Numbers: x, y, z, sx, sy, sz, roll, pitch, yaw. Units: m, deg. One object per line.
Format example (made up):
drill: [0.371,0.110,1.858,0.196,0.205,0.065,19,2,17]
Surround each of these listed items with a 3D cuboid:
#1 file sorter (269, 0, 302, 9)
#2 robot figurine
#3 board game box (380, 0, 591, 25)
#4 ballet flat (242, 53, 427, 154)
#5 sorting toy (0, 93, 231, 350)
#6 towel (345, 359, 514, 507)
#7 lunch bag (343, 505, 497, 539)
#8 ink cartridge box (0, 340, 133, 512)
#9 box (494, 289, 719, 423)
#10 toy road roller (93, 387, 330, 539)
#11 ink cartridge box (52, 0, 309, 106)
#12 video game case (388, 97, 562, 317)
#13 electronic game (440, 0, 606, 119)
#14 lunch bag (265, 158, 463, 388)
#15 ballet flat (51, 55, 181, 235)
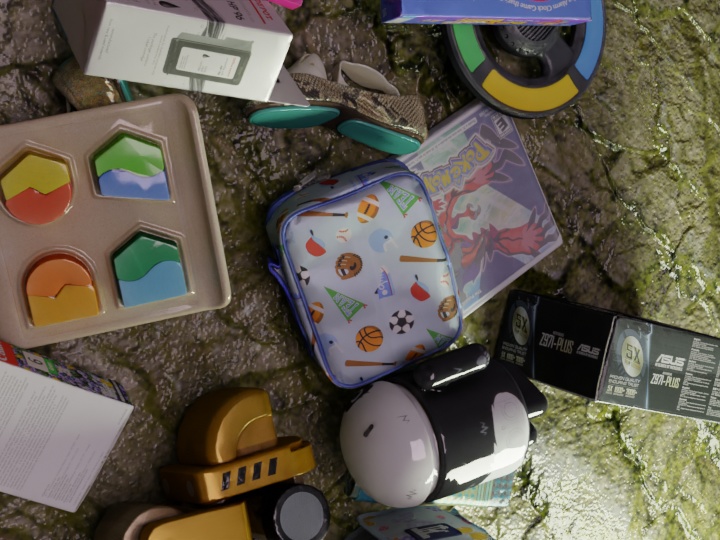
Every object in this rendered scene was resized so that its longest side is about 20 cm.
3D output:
file sorter: [-0.093,-0.310,1.032,0.200,0.125,0.139,14,77,-33]
robot figurine: [0.076,0.147,1.269,0.200,0.125,0.150,-14,95,-30]
board game box: [0.115,-0.296,1.240,0.200,0.045,0.135,-3,93,-23]
ballet flat: [-0.023,-0.156,1.222,0.200,0.068,0.075,7,73,-37]
sorting toy: [-0.216,-0.036,1.086,0.200,0.036,0.185,-11,109,-6]
towel: [0.081,0.165,1.359,0.200,0.022,0.147,9,94,-33]
lunch bag: [0.043,0.308,1.267,0.200,0.170,0.127,-37,114,-13]
ink cartridge box: [-0.297,0.115,1.089,0.200,0.050,0.109,25,101,-31]
box: [0.267,0.088,1.373,0.200,0.164,0.086,12,92,-32]
toy road roller: [-0.135,0.184,1.177,0.200,0.123,0.146,-12,90,-30]
ink cartridge box: [-0.135,-0.200,1.099,0.200,0.116,0.068,5,125,-32]
video game case: [0.094,-0.051,1.327,0.200,0.023,0.182,-36,115,-22]
electronic game: [0.160,-0.247,1.310,0.200,0.042,0.200,0,91,-31]
lunch bag: [0.000,0.000,1.236,0.160,0.076,0.200,-22,113,-8]
ballet flat: [-0.197,-0.089,1.126,0.071,0.071,0.200,-32,114,-23]
